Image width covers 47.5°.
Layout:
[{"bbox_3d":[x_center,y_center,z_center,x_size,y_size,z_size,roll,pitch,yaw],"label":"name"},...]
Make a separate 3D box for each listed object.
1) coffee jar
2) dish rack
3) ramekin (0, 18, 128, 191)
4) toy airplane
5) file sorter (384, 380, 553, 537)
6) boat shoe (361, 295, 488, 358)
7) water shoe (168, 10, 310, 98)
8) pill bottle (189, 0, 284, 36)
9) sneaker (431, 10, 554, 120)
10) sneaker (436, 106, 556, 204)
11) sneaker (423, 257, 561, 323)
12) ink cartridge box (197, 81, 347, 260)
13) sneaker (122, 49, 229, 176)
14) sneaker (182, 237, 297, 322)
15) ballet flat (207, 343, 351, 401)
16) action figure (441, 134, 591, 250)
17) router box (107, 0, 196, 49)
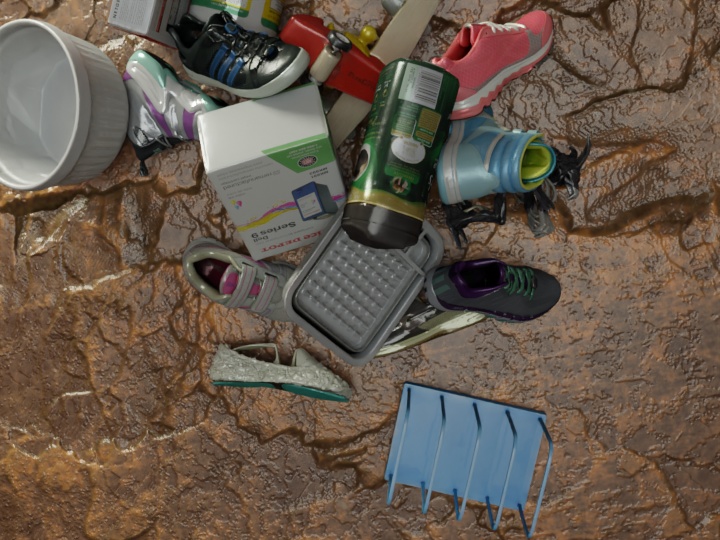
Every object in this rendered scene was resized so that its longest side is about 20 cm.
[{"bbox_3d":[0.042,-0.123,0.904,0.084,0.104,0.203,16,88,-14],"label":"coffee jar"},{"bbox_3d":[0.000,0.000,1.004,0.171,0.043,0.201,41,81,-39],"label":"dish rack"},{"bbox_3d":[-0.383,-0.200,1.021,0.197,0.105,0.204,2,94,27],"label":"ramekin"},{"bbox_3d":[0.010,-0.249,1.011,0.197,0.142,0.201,-17,134,-3],"label":"toy airplane"},{"bbox_3d":[0.139,0.249,1.067,0.197,0.123,0.141,12,99,2],"label":"file sorter"},{"bbox_3d":[0.078,0.061,1.074,0.197,0.073,0.066,-21,92,-3],"label":"boat shoe"},{"bbox_3d":[-0.146,-0.248,0.925,0.198,0.079,0.072,13,59,38],"label":"water shoe"},{"bbox_3d":[-0.135,-0.392,0.999,0.111,0.113,0.203,15,99,2],"label":"pill bottle"},{"bbox_3d":[0.160,-0.267,0.976,0.200,0.073,0.087,-44,124,-20],"label":"sneaker"},{"bbox_3d":[0.169,-0.145,0.968,0.129,0.201,0.080,-3,127,21],"label":"sneaker"},{"bbox_3d":[0.181,0.022,1.014,0.197,0.087,0.076,1,74,-24],"label":"sneaker"},{"bbox_3d":[-0.094,-0.112,0.983,0.143,0.201,0.089,-16,62,0],"label":"ink cartridge box"},{"bbox_3d":[-0.240,-0.175,1.061,0.199,0.078,0.141,36,101,8],"label":"sneaker"},{"bbox_3d":[-0.150,0.020,1.070,0.197,0.088,0.083,17,99,1],"label":"sneaker"},{"bbox_3d":[-0.107,0.132,1.098,0.197,0.072,0.073,7,99,3],"label":"ballet flat"},{"bbox_3d":[0.208,-0.088,1.021,0.198,0.119,0.103,-25,85,17],"label":"action figure"},{"bbox_3d":[-0.224,-0.372,0.974,0.048,0.180,0.203,16,98,2],"label":"router box"}]
